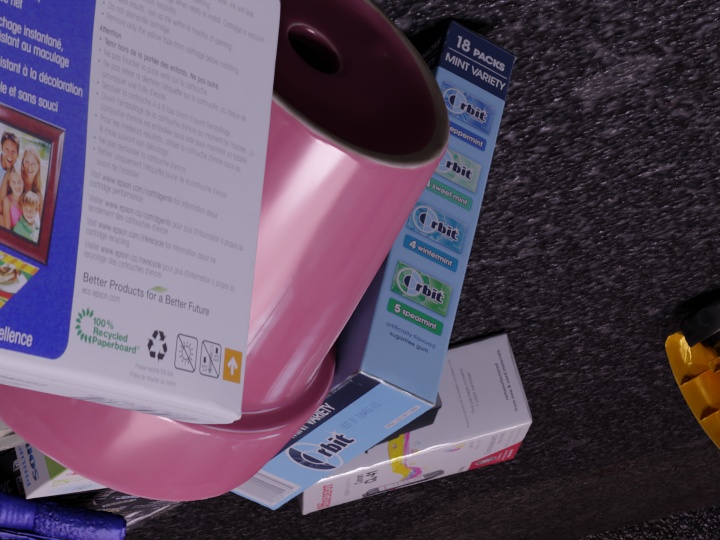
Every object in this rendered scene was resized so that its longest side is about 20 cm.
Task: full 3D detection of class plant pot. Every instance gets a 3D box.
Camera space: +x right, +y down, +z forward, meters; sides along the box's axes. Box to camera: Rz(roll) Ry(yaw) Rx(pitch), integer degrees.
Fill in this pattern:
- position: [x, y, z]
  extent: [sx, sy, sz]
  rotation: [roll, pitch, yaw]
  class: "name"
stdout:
- position: [-0.065, -0.033, 0.845]
  extent: [0.199, 0.201, 0.179]
  rotation: [2, 141, -48]
  class: "plant pot"

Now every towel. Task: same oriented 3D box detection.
- position: [-0.290, 0.219, 1.551]
  extent: [0.198, 0.050, 0.148]
  rotation: [13, 145, -11]
  class: "towel"

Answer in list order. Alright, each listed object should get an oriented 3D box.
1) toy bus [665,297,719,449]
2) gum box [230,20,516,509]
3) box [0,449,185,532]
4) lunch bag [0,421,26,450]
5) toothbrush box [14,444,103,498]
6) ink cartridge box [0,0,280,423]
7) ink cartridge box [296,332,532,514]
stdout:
- position: [0.401, 0.056, 1.750]
  extent: [0.191, 0.136, 0.200]
  rotation: [-20, 169, -44]
  class: "toy bus"
- position: [0.000, 0.000, 0.995]
  extent: [0.044, 0.201, 0.170]
  rotation: [25, 148, -18]
  class: "gum box"
- position: [-0.228, 0.180, 1.645]
  extent: [0.199, 0.050, 0.157]
  rotation: [0, 158, -45]
  class: "box"
- position: [-0.213, 0.026, 1.005]
  extent: [0.163, 0.118, 0.200]
  rotation: [-14, 161, 5]
  class: "lunch bag"
- position: [-0.127, 0.076, 1.325]
  extent: [0.145, 0.087, 0.200]
  rotation: [-4, 162, -38]
  class: "toothbrush box"
- position: [-0.102, -0.062, 0.659]
  extent: [0.047, 0.202, 0.197]
  rotation: [-5, 166, 35]
  class: "ink cartridge box"
- position: [0.034, 0.132, 1.687]
  extent: [0.198, 0.086, 0.148]
  rotation: [-16, 165, -7]
  class: "ink cartridge box"
